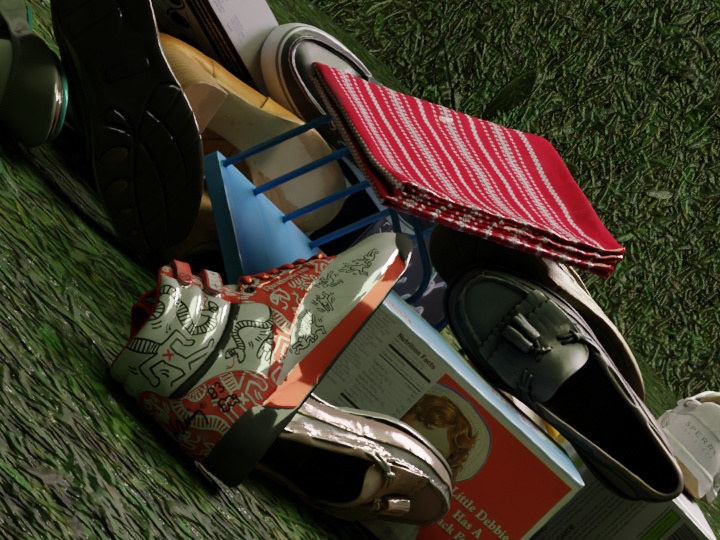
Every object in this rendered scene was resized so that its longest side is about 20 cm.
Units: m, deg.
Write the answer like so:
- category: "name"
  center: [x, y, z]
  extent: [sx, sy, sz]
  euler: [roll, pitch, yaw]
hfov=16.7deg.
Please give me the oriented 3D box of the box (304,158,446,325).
- category: "box"
  center: [0.005, -0.022, 1.913]
  extent: [0.107, 0.148, 0.200]
  euler: [49, 10, 30]

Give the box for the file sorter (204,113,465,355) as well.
- category: "file sorter"
  center: [0.000, 0.000, 1.648]
  extent: [0.200, 0.122, 0.140]
  euler: [43, 28, -56]

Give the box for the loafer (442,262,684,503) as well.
- category: "loafer"
  center: [0.136, 0.071, 1.558]
  extent: [0.200, 0.072, 0.063]
  euler: [45, -5, -15]

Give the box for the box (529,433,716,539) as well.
- category: "box"
  center: [0.169, 0.173, 1.716]
  extent: [0.101, 0.112, 0.200]
  euler: [47, 6, -3]

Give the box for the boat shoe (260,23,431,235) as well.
- category: "boat shoe"
  center: [0.010, -0.097, 1.730]
  extent: [0.066, 0.070, 0.200]
  euler: [3, -42, 53]

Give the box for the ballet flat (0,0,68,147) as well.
- category: "ballet flat"
  center: [-0.239, -0.135, 1.608]
  extent: [0.063, 0.068, 0.200]
  euler: [11, 21, -21]

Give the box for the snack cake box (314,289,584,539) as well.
- category: "snack cake box"
  center: [0.027, 0.099, 1.527]
  extent: [0.200, 0.115, 0.067]
  euler: [43, 8, -17]

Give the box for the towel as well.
- category: "towel"
  center: [0.069, -0.067, 1.576]
  extent: [0.199, 0.023, 0.145]
  euler: [16, 30, -35]

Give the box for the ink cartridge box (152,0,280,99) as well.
- category: "ink cartridge box"
  center: [-0.101, -0.170, 1.734]
  extent: [0.094, 0.044, 0.200]
  euler: [25, -22, 34]

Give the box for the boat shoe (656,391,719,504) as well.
- category: "boat shoe"
  center: [0.250, 0.121, 1.763]
  extent: [0.071, 0.069, 0.200]
  euler: [46, 4, 5]

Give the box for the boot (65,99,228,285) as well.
- category: "boot"
  center: [-0.126, -0.054, 1.737]
  extent: [0.175, 0.066, 0.200]
  euler: [17, 28, -54]

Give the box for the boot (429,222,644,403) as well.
- category: "boot"
  center: [0.119, 0.002, 1.659]
  extent: [0.200, 0.072, 0.155]
  euler: [46, 20, -22]

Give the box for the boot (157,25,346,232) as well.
- category: "boot"
  center: [-0.102, -0.114, 1.718]
  extent: [0.201, 0.071, 0.144]
  euler: [38, 4, -45]

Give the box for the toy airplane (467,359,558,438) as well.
- category: "toy airplane"
  center: [0.134, 0.110, 1.917]
  extent: [0.200, 0.140, 0.200]
  euler: [63, 6, -69]

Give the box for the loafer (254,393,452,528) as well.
- category: "loafer"
  center: [-0.022, 0.112, 1.430]
  extent: [0.199, 0.072, 0.063]
  euler: [32, 31, -33]

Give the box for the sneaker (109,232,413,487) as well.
- category: "sneaker"
  center: [-0.056, 0.018, 1.364]
  extent: [0.108, 0.067, 0.202]
  euler: [39, 52, 0]

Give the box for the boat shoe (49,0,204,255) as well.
- category: "boat shoe"
  center: [-0.153, -0.113, 1.590]
  extent: [0.074, 0.075, 0.202]
  euler: [-149, -134, -66]
